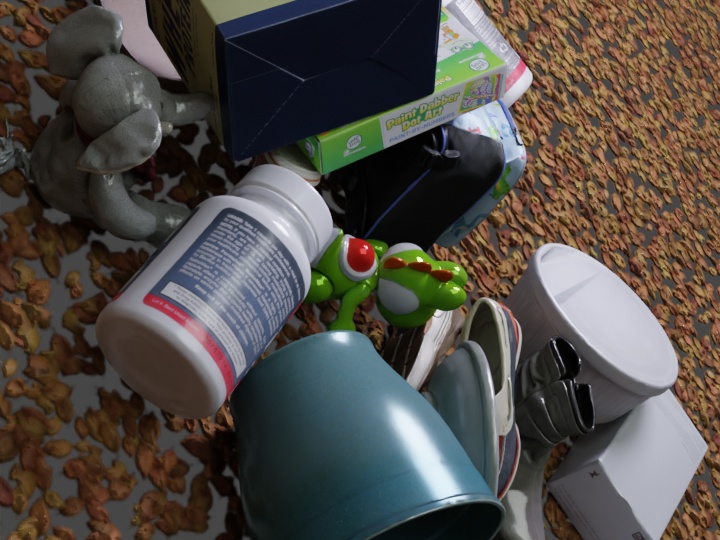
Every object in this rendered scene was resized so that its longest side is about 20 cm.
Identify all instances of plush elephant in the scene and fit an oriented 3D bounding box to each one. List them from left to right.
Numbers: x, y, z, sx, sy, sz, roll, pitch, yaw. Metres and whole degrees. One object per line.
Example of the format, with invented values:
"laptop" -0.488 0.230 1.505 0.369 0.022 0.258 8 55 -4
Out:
"plush elephant" -0.194 -0.118 1.048 0.199 0.154 0.166 3 64 -46

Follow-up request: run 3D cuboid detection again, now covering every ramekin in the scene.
"ramekin" 0.237 0.074 1.398 0.202 0.094 0.203 31 30 -20

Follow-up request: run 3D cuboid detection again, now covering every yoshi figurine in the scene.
"yoshi figurine" -0.003 0.012 1.203 0.198 0.113 0.112 12 12 -6

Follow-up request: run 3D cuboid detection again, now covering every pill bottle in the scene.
"pill bottle" -0.110 0.010 1.052 0.120 0.119 0.200 47 56 -14
"pill bottle" 0.096 -0.263 1.484 0.200 0.110 0.111 49 40 -11

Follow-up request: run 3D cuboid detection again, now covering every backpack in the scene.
"backpack" 0.061 -0.129 1.306 0.146 0.183 0.201 13 45 -34

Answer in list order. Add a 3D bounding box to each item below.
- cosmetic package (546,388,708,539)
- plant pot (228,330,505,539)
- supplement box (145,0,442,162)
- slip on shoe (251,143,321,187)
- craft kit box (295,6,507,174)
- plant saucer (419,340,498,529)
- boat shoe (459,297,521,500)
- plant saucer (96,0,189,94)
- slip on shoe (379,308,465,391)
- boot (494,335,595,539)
"cosmetic package" 0.295 0.213 1.416 0.113 0.081 0.200 56 40 -3
"plant pot" -0.014 0.161 1.049 0.199 0.200 0.189 3 49 -45
"supplement box" -0.064 -0.233 1.114 0.199 0.135 0.200 -20 53 -18
"slip on shoe" -0.076 -0.111 1.220 0.074 0.061 0.200 21 23 -18
"craft kit box" 0.000 -0.196 1.204 0.199 0.049 0.198 -24 49 -19
"plant saucer" 0.077 0.163 1.159 0.050 0.201 0.201 2 59 -9
"boat shoe" 0.119 0.127 1.258 0.063 0.071 0.201 42 54 -63
"plant saucer" -0.175 -0.235 1.242 0.200 0.034 0.201 25 51 -34
"slip on shoe" 0.056 0.087 1.255 0.061 0.076 0.200 49 33 -19
"boot" 0.175 0.173 1.273 0.067 0.130 0.201 13 57 -42
